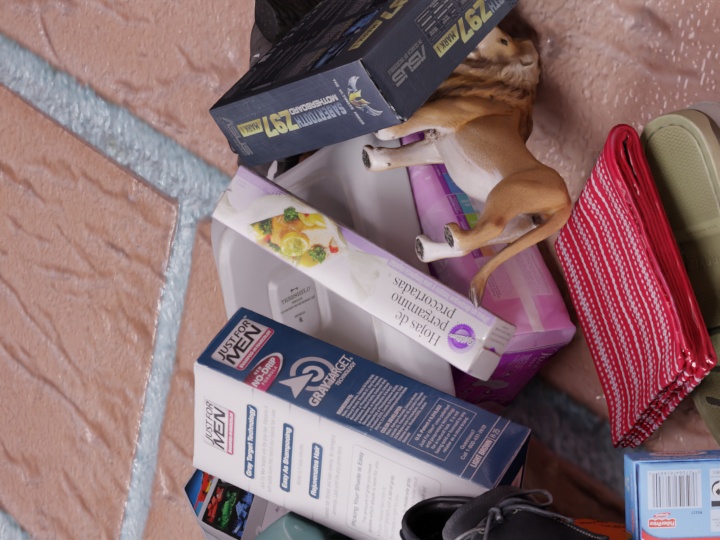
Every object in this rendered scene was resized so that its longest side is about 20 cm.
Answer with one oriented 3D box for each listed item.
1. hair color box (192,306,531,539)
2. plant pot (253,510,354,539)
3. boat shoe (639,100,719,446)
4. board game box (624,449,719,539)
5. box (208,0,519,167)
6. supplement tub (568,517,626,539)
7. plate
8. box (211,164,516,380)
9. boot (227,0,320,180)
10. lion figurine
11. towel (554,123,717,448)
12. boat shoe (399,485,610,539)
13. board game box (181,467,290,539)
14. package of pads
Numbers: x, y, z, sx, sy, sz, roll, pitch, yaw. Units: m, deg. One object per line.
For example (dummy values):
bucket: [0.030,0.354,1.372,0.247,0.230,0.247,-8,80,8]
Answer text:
hair color box: [-0.002,0.107,1.367,0.200,0.061,0.100,22,136,17]
plant pot: [-0.011,0.243,1.402,0.201,0.200,0.161,34,112,45]
boat shoe: [0.213,0.004,1.239,0.075,0.068,0.200,-5,101,48]
board game box: [0.217,0.194,1.193,0.037,0.151,0.200,-146,54,-85]
box: [0.021,-0.150,1.371,0.158,0.200,0.051,-14,119,52]
supplement tub: [0.124,0.255,1.336,0.122,0.122,0.200,14,105,51]
plate: [-0.030,0.022,1.447,0.199,0.032,0.200,-28,69,46]
box: [0.000,0.000,1.362,0.200,0.041,0.039,31,93,23]
boot: [-0.045,-0.102,1.534,0.200,0.070,0.132,-104,25,-63]
lion figurine: [0.078,-0.064,1.349,0.073,0.122,0.200,98,153,-50]
towel: [0.150,0.015,1.283,0.200,0.022,0.145,106,149,-71]
boat shoe: [0.078,0.152,1.226,0.200,0.075,0.062,-9,103,65]
board game box: [-0.042,0.128,1.510,0.200,0.035,0.126,-55,47,31]
package of pads: [0.049,-0.011,1.440,0.121,0.076,0.200,-52,54,47]
